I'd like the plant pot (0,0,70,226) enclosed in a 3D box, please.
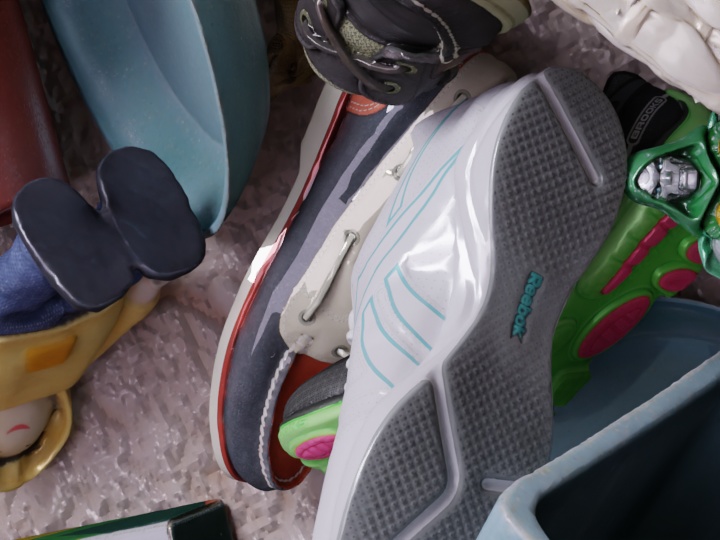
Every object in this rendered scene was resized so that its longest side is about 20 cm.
[{"bbox_3d":[-0.217,-0.096,1.116,0.200,0.201,0.197,-16,99,29],"label":"plant pot"}]

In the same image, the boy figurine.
[{"bbox_3d":[-0.134,0.028,1.113,0.065,0.124,0.200,57,144,15],"label":"boy figurine"}]

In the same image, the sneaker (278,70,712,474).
[{"bbox_3d":[0.051,0.005,1.027,0.200,0.077,0.084,-38,52,4],"label":"sneaker"}]

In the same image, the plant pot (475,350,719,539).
[{"bbox_3d":[0.113,0.182,0.951,0.196,0.195,0.201,42,121,15],"label":"plant pot"}]

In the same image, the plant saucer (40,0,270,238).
[{"bbox_3d":[-0.083,-0.111,1.069,0.200,0.036,0.201,54,158,33],"label":"plant saucer"}]

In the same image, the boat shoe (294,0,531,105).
[{"bbox_3d":[0.011,-0.088,0.946,0.072,0.201,0.066,41,93,-1],"label":"boat shoe"}]

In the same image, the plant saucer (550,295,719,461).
[{"bbox_3d":[0.118,0.107,1.053,0.199,0.027,0.202,5,100,26],"label":"plant saucer"}]

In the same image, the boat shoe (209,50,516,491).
[{"bbox_3d":[0.000,0.000,1.076,0.062,0.071,0.201,27,104,26],"label":"boat shoe"}]

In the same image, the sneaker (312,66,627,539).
[{"bbox_3d":[0.027,0.028,0.947,0.080,0.070,0.201,-3,60,55],"label":"sneaker"}]

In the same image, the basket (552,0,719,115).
[{"bbox_3d":[0.086,-0.160,0.922,0.200,0.123,0.136,37,102,-8],"label":"basket"}]

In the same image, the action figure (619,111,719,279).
[{"bbox_3d":[0.188,-0.028,0.948,0.198,0.055,0.119,1,87,7],"label":"action figure"}]

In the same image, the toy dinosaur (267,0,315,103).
[{"bbox_3d":[-0.031,-0.150,1.044,0.101,0.058,0.201,51,159,26],"label":"toy dinosaur"}]

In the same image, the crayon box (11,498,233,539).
[{"bbox_3d":[-0.136,0.178,1.185,0.199,0.051,0.128,-12,92,28],"label":"crayon box"}]
